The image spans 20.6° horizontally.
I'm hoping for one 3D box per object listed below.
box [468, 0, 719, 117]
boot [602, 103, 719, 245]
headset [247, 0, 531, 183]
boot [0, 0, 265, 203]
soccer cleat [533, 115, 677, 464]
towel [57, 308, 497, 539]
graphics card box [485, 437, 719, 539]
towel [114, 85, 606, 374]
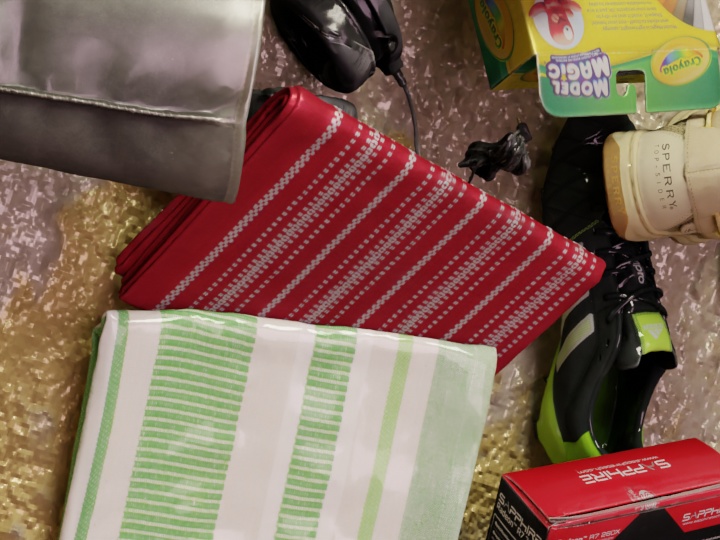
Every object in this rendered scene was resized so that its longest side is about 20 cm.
[{"bbox_3d":[0.104,-0.166,0.981,0.117,0.048,0.201,-5,72,-29],"label":"box"},{"bbox_3d":[0.225,-0.057,1.008,0.200,0.155,0.073,-7,89,-62],"label":"boot"},{"bbox_3d":[-0.017,-0.091,0.933,0.199,0.094,0.124,26,82,-18],"label":"headset"},{"bbox_3d":[-0.149,-0.055,0.836,0.199,0.073,0.183,9,110,-21],"label":"boot"},{"bbox_3d":[0.134,0.012,1.038,0.067,0.081,0.201,-1,96,-30],"label":"soccer cleat"},{"bbox_3d":[-0.040,0.099,0.949,0.199,0.023,0.154,8,98,-18],"label":"towel"},{"bbox_3d":[0.114,0.186,1.020,0.125,0.051,0.201,-8,123,-29],"label":"graphics card box"},{"bbox_3d":[0.000,0.000,0.943,0.199,0.023,0.145,27,124,-31],"label":"towel"}]
